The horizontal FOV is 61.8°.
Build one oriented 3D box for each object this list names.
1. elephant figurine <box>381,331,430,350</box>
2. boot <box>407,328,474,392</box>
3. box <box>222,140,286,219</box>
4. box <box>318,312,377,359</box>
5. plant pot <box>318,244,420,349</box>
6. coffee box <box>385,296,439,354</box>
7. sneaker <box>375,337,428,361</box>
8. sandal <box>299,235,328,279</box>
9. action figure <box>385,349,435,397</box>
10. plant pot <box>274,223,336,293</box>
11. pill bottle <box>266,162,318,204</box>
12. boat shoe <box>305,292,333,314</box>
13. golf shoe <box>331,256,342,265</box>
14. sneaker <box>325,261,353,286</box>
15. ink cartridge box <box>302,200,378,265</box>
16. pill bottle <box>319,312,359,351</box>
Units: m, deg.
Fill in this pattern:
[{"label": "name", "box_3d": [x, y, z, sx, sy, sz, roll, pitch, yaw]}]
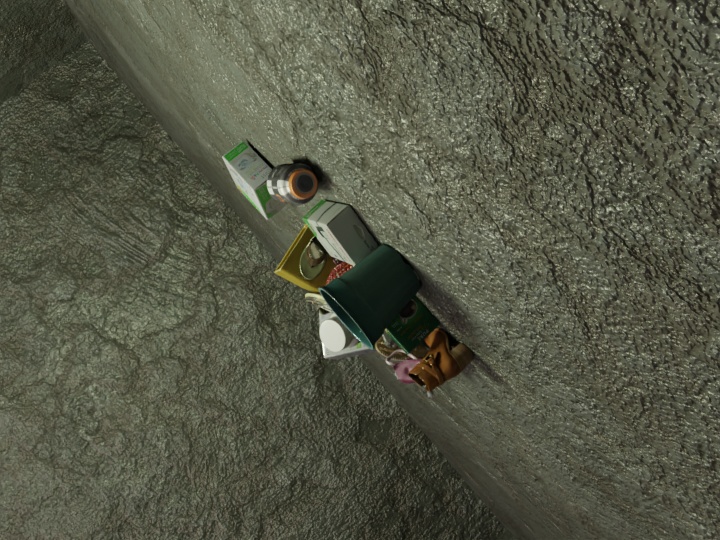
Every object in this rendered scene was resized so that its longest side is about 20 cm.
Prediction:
[{"label": "elephant figurine", "box_3d": [0.123, 0.171, 1.752, 0.200, 0.140, 0.157, 36, -144, -66]}, {"label": "boot", "box_3d": [0.188, 0.239, 1.594, 0.200, 0.155, 0.077, 32, 152, 55]}, {"label": "box", "box_3d": [-0.344, -0.296, 1.990, 0.177, 0.096, 0.200, 47, 167, 19]}, {"label": "box", "box_3d": [-0.038, 0.175, 1.963, 0.096, 0.175, 0.203, 20, -123, -60]}, {"label": "plant pot", "box_3d": [0.032, 0.054, 1.488, 0.200, 0.196, 0.200, 45, 168, 12]}, {"label": "coffee box", "box_3d": [0.102, 0.112, 1.610, 0.200, 0.123, 0.044, 46, 167, 6]}, {"label": "sneaker", "box_3d": [0.144, 0.257, 1.866, 0.197, 0.071, 0.109, 9, 161, 6]}, {"label": "sandal", "box_3d": [-0.127, -0.061, 1.756, 0.079, 0.202, 0.057, 34, -154, 9]}, {"label": "action figure", "box_3d": [0.194, 0.264, 1.700, 0.150, 0.134, 0.199, 54, 144, -7]}, {"label": "plant pot", "box_3d": [-0.133, -0.024, 1.916, 0.199, 0.197, 0.194, 33, 171, -10]}, {"label": "pill bottle", "box_3d": [-0.174, -0.227, 1.576, 0.107, 0.106, 0.200, 52, 168, -20]}, {"label": "boat shoe", "box_3d": [-0.117, 0.107, 1.899, 0.073, 0.066, 0.199, 12, 174, -33]}, {"label": "golf shoe", "box_3d": [0.000, 0.000, 1.798, 0.200, 0.073, 0.092, 49, -167, 7]}, {"label": "sneaker", "box_3d": [-0.020, 0.018, 1.645, 0.082, 0.199, 0.078, 45, -146, -23]}, {"label": "ink cartridge box", "box_3d": [-0.056, -0.101, 1.598, 0.147, 0.083, 0.200, 53, 167, -22]}, {"label": "pill bottle", "box_3d": [-0.024, 0.158, 1.763, 0.113, 0.199, 0.115, 13, 112, 33]}]
